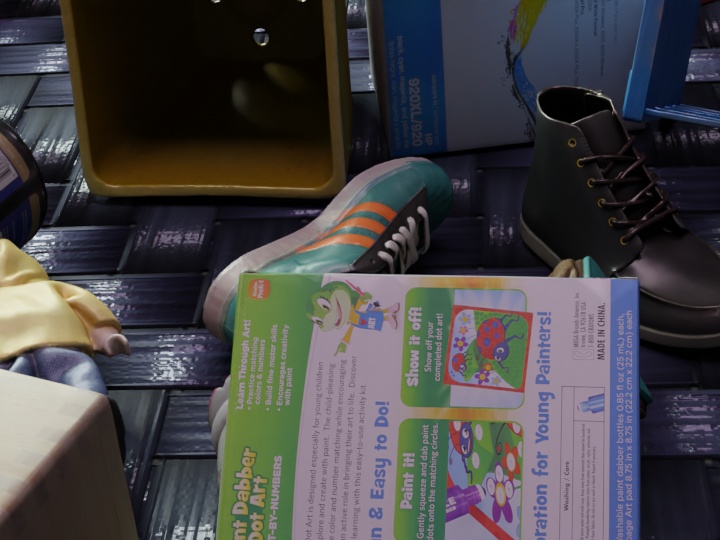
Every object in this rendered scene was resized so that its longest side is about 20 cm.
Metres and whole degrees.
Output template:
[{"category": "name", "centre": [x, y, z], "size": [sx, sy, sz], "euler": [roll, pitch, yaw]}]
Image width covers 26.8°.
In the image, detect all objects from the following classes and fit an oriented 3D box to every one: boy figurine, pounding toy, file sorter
[{"category": "boy figurine", "centre": [-0.203, 0.049, 0.896], "size": [0.123, 0.065, 0.200], "euler": [-17, 35, -17]}, {"category": "pounding toy", "centre": [-0.214, 0.122, 0.664], "size": [0.182, 0.202, 0.142], "euler": [10, 36, 22]}, {"category": "file sorter", "centre": [0.263, -0.163, 1.025], "size": [0.121, 0.141, 0.200], "euler": [13, 11, 16]}]

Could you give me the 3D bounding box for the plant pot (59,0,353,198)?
[{"category": "plant pot", "centre": [-0.094, -0.183, 1.124], "size": [0.193, 0.196, 0.200], "euler": [1, 26, 10]}]

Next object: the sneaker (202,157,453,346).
[{"category": "sneaker", "centre": [0.000, 0.000, 0.944], "size": [0.080, 0.072, 0.199], "euler": [30, 52, 35]}]

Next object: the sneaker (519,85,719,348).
[{"category": "sneaker", "centre": [0.165, -0.035, 0.933], "size": [0.074, 0.107, 0.200], "euler": [-23, 38, -26]}]

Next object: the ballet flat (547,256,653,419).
[{"category": "ballet flat", "centre": [0.114, 0.048, 0.835], "size": [0.072, 0.068, 0.200], "euler": [-35, 14, 12]}]

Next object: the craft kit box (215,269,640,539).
[{"category": "craft kit box", "centre": [0.032, 0.102, 0.705], "size": [0.195, 0.049, 0.203], "euler": [2, 71, 6]}]

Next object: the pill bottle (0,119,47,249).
[{"category": "pill bottle", "centre": [-0.297, -0.016, 0.961], "size": [0.111, 0.113, 0.200], "euler": [11, 36, 22]}]

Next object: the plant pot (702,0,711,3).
[{"category": "plant pot", "centre": [0.242, -0.349, 1.330], "size": [0.198, 0.178, 0.200], "euler": [-20, 37, -21]}]

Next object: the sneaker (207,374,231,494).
[{"category": "sneaker", "centre": [0.014, 0.105, 0.779], "size": [0.197, 0.082, 0.089], "euler": [-3, 40, 8]}]

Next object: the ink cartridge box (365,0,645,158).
[{"category": "ink cartridge box", "centre": [0.107, -0.191, 1.138], "size": [0.197, 0.146, 0.148], "euler": [-7, 34, -3]}]
